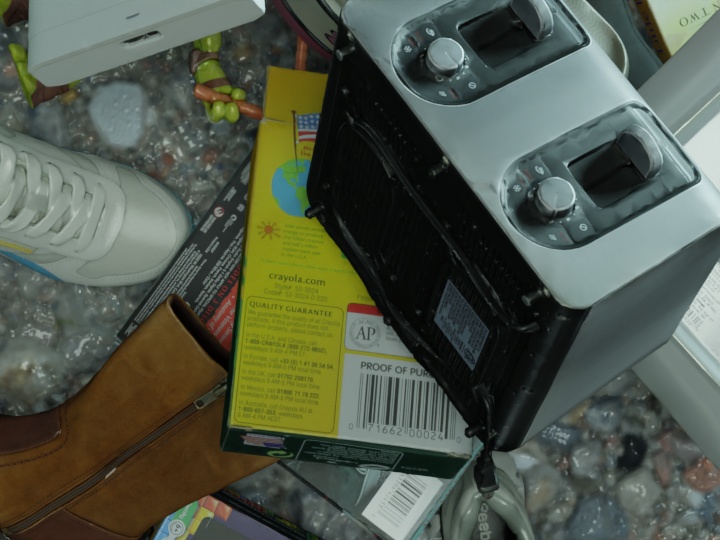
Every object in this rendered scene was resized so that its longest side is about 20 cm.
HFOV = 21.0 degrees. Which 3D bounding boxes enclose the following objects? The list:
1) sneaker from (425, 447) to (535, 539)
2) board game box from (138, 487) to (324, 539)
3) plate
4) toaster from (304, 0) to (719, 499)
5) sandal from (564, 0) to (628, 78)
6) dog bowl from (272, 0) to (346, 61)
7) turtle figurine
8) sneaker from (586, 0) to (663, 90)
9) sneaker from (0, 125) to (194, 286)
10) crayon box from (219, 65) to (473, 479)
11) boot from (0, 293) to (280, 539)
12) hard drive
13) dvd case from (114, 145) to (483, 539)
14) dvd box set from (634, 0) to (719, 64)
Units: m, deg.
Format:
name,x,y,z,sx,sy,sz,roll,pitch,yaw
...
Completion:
name,x,y,z,sx,sy,sz,roll,pitch,yaw
sneaker,0.082,0.205,1.122,0.074,0.081,0.202,-16,98,-6
board game box,-0.079,0.239,1.121,0.164,0.057,0.201,30,91,-9
plate,0.210,-0.020,1.023,0.200,0.032,0.200,-43,98,2
toaster,0.067,-0.027,0.916,0.118,0.200,0.181,-28,69,-21
sandal,0.066,-0.151,0.989,0.199,0.054,0.082,38,64,-16
dog bowl,0.027,-0.190,1.051,0.198,0.074,0.202,6,76,-27
turtle figurine,-0.121,-0.161,1.076,0.160,0.064,0.202,-17,89,-5
sneaker,0.082,-0.079,1.110,0.199,0.075,0.107,-26,66,13
sneaker,-0.188,-0.039,1.073,0.198,0.081,0.077,17,92,-8
crayon box,0.000,0.000,1.013,0.126,0.051,0.202,8,69,-6
boot,-0.165,0.076,1.044,0.200,0.069,0.189,-36,96,30
hard drive,-0.113,-0.204,1.017,0.131,0.026,0.202,-15,62,22
dvd case,-0.015,0.038,1.061,0.199,0.022,0.147,35,86,12
dvd box set,0.217,-0.201,1.123,0.145,0.029,0.201,-24,96,-3
